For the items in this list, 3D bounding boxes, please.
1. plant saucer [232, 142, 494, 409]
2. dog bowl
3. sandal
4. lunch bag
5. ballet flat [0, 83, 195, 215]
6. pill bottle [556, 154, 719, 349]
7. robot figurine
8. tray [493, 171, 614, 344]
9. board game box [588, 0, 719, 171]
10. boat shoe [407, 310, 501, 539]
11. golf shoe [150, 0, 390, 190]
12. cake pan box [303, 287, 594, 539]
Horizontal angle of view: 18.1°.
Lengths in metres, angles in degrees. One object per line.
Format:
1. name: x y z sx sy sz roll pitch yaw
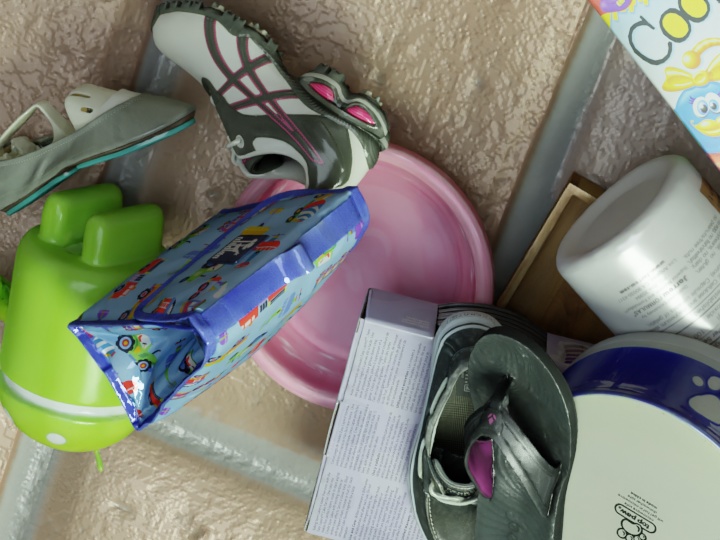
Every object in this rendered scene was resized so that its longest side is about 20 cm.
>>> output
1. plant saucer: 0.000 0.000 1.615 0.199 0.051 0.202 4 107 13
2. dog bowl: 0.196 0.145 1.474 0.199 0.079 0.201 18 127 26
3. sandal: 0.099 0.130 1.446 0.075 0.048 0.202 14 125 28
4. lunch bag: -0.080 0.016 1.483 0.094 0.150 0.200 56 151 -7
5. ballet flat: -0.203 -0.097 1.597 0.199 0.067 0.064 -22 98 36
6. pill bottle: 0.234 0.030 1.514 0.114 0.114 0.200 -38 104 19
7. robot figurine: -0.199 0.042 1.634 0.175 0.115 0.201 25 114 30
8. tray: 0.143 0.041 1.611 0.098 0.037 0.201 30 111 0
9. board game box: 0.243 -0.153 1.495 0.105 0.103 0.200 -37 97 19
10. boat shoe: 0.065 0.126 1.525 0.072 0.071 0.201 1 121 5
11. golf shoe: -0.076 -0.118 1.551 0.199 0.077 0.088 31 79 22
12. cake pan box: 0.069 0.119 1.590 0.183 0.052 0.201 12 120 -2
